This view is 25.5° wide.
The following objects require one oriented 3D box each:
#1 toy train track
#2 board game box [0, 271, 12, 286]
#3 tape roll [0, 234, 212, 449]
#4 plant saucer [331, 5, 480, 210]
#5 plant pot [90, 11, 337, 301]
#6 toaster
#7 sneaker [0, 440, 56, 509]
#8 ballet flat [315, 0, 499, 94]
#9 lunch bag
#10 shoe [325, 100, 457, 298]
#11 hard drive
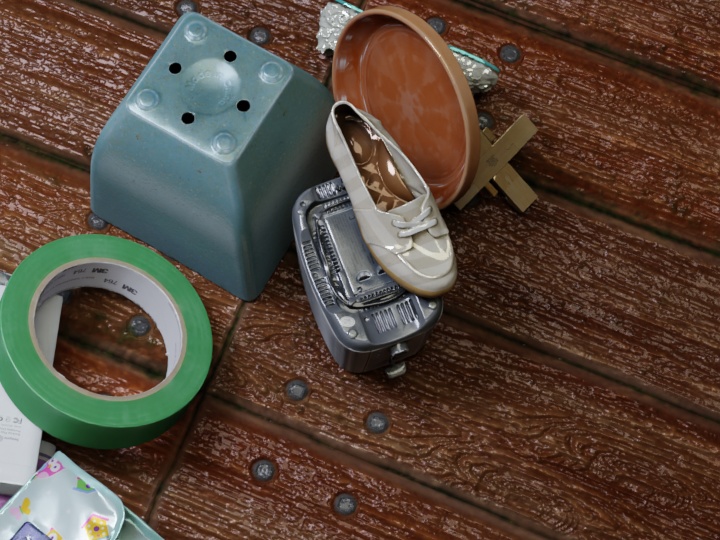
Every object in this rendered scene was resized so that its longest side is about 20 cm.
[{"bbox_3d":[0.098,-0.138,1.569,0.115,0.033,0.200,-44,98,-11],"label":"toy train track"},{"bbox_3d":[-0.443,0.036,1.512,0.198,0.028,0.136,18,70,5],"label":"board game box"},{"bbox_3d":[-0.237,0.063,1.459,0.198,0.048,0.202,13,54,-18],"label":"tape roll"},{"bbox_3d":[0.046,-0.155,1.516,0.032,0.201,0.201,-24,70,-32],"label":"plant saucer"},{"bbox_3d":[-0.137,-0.129,1.495,0.195,0.200,0.197,29,70,10],"label":"plant pot"},{"bbox_3d":[0.000,0.000,1.487,0.113,0.129,0.202,-20,71,-10],"label":"toaster"},{"bbox_3d":[-0.383,0.197,1.431,0.198,0.073,0.116,8,72,1],"label":"sneaker"},{"bbox_3d":[0.043,-0.210,1.609,0.198,0.072,0.072,25,70,14],"label":"ballet flat"},{"bbox_3d":[-0.243,0.277,1.357,0.200,0.122,0.171,44,71,-8],"label":"lunch bag"},{"bbox_3d":[0.024,-0.065,1.414,0.069,0.053,0.201,-27,73,-12],"label":"shoe"},{"bbox_3d":[-0.348,0.102,1.435,0.130,0.027,0.202,10,55,-11],"label":"hard drive"}]
